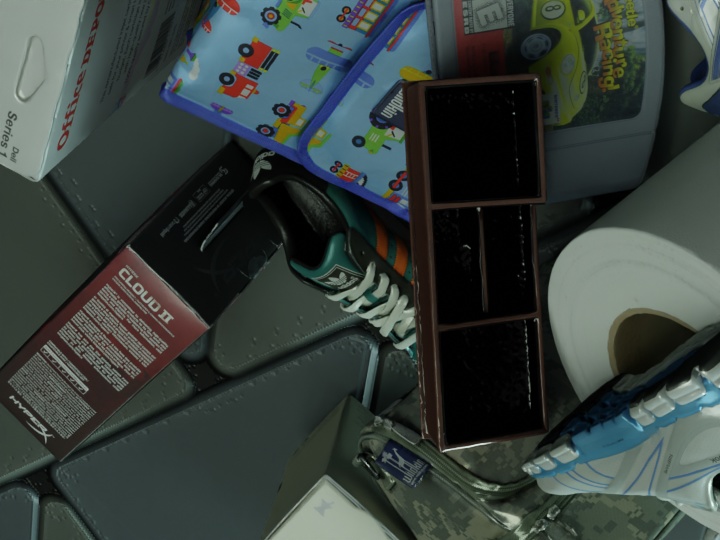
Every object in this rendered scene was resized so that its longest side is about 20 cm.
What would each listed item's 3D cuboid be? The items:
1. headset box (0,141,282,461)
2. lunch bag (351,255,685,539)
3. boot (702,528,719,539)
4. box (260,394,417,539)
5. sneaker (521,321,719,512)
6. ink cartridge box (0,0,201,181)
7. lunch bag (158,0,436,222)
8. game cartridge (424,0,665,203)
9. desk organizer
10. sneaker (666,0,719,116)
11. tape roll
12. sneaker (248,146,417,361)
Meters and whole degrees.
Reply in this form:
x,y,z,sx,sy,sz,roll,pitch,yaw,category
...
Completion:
x,y,z,sx,sy,sz,roll,pitch,yaw,category
-0.134,0.015,1.278,0.075,0.149,0.200,45,128,-6,headset box
0.112,0.104,1.179,0.168,0.200,0.139,45,154,6,lunch bag
0.269,0.121,1.184,0.073,0.096,0.201,29,127,7,boot
-0.008,0.152,1.265,0.082,0.200,0.068,43,101,-3,box
0.154,0.096,1.006,0.087,0.075,0.200,49,154,-3,sneaker
-0.161,-0.166,1.149,0.084,0.200,0.145,27,126,7,ink cartridge box
0.007,-0.127,1.178,0.199,0.094,0.151,31,124,-11,lunch bag
0.105,-0.129,1.113,0.132,0.041,0.201,-12,120,-7,game cartridge
0.065,-0.006,1.063,0.071,0.077,0.201,-4,93,-3,desk organizer
0.201,-0.168,1.056,0.088,0.075,0.201,4,119,24,sneaker
0.218,0.028,1.053,0.202,0.139,0.203,39,150,28,tape roll
0.000,0.000,1.247,0.200,0.080,0.071,48,127,-8,sneaker
